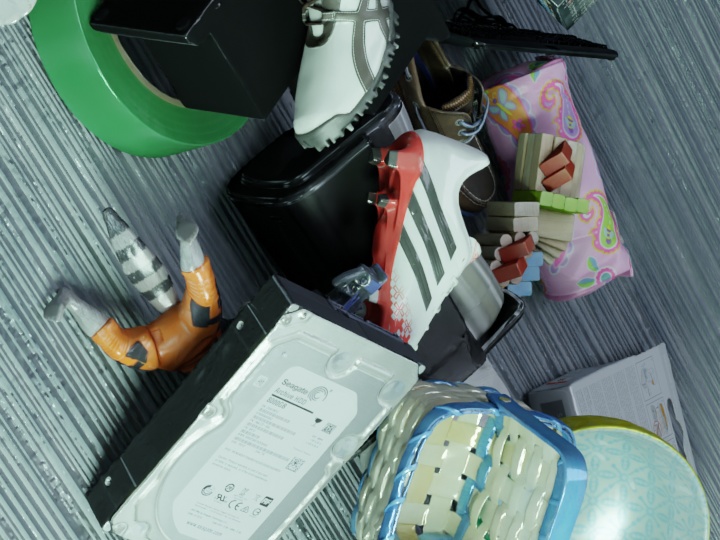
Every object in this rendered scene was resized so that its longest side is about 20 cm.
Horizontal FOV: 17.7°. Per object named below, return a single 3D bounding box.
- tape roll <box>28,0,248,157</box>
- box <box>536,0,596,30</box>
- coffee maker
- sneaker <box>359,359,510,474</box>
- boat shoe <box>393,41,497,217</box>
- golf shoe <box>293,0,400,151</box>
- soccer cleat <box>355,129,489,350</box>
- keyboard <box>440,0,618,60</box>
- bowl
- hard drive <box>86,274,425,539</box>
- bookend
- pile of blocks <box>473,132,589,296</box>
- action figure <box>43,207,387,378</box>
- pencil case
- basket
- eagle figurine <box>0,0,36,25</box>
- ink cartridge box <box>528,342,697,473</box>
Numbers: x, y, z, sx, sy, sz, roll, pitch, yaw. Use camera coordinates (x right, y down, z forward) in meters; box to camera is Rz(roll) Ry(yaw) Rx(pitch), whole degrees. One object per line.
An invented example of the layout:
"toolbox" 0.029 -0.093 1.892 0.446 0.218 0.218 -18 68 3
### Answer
"tape roll" -0.143 -0.180 1.588 0.200 0.048 0.202 16 68 -48
"box" 0.118 -0.267 1.816 0.159 0.046 0.200 45 6 5
"coffee maker" 0.000 0.000 1.649 0.201 0.134 0.192 57 44 -23
"sneaker" 0.050 0.102 1.742 0.200 0.075 0.089 -13 85 -61
"boat shoe" 0.059 -0.123 1.805 0.200 0.072 0.073 52 44 -29
"golf shoe" -0.017 -0.180 1.505 0.094 0.078 0.201 26 79 -30
"soccer cleat" 0.039 0.005 1.573 0.084 0.069 0.202 6 97 -19
"keyboard" 0.120 -0.199 1.876 0.199 0.104 0.040 -1 101 -51
"bowl" 0.161 0.193 1.800 0.201 0.199 0.108 56 -1 -25
"hard drive" -0.066 0.106 1.503 0.139 0.200 0.038 27 18 -45
"bookend" -0.055 -0.167 1.578 0.199 0.092 0.200 -57 137 -25
"pile of blocks" 0.132 -0.020 1.814 0.082 0.062 0.201 35 77 -23
"action figure" -0.087 0.029 1.537 0.194 0.200 0.105 47 6 -42
"pencil case" 0.161 -0.075 1.907 0.087 0.087 0.201 -30 102 -51
"basket" 0.082 0.165 1.563 0.138 0.200 0.178 10 109 -24
"eagle figurine" -0.267 -0.251 1.399 0.200 0.150 0.153 51 54 -44
"ink cartridge box" 0.221 0.157 1.963 0.200 0.050 0.164 -17 93 -60
